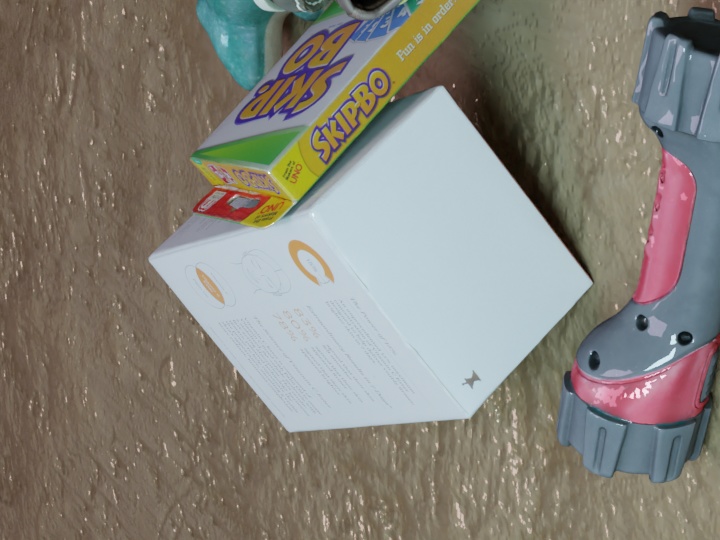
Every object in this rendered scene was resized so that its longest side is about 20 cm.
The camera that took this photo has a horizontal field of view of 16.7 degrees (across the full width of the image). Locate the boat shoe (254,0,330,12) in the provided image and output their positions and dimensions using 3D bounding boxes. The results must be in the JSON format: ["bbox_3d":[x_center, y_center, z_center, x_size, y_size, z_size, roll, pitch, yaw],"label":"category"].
[{"bbox_3d":[-0.010,-0.212,1.157,0.060,0.072,0.203,22,116,24],"label":"boat shoe"}]

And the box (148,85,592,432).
[{"bbox_3d":[0.000,0.000,1.205,0.125,0.097,0.200,51,156,-13],"label":"box"}]

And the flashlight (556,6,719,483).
[{"bbox_3d":[0.129,-0.010,1.037,0.068,0.067,0.201,-133,42,-53],"label":"flashlight"}]

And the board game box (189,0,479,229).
[{"bbox_3d":[-0.003,-0.101,1.161,0.030,0.200,0.095,45,166,-23],"label":"board game box"}]

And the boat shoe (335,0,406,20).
[{"bbox_3d":[0.044,-0.201,1.101,0.200,0.071,0.060,-51,34,25],"label":"boat shoe"}]

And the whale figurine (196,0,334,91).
[{"bbox_3d":[-0.066,-0.190,1.332,0.160,0.103,0.201,62,147,34],"label":"whale figurine"}]
